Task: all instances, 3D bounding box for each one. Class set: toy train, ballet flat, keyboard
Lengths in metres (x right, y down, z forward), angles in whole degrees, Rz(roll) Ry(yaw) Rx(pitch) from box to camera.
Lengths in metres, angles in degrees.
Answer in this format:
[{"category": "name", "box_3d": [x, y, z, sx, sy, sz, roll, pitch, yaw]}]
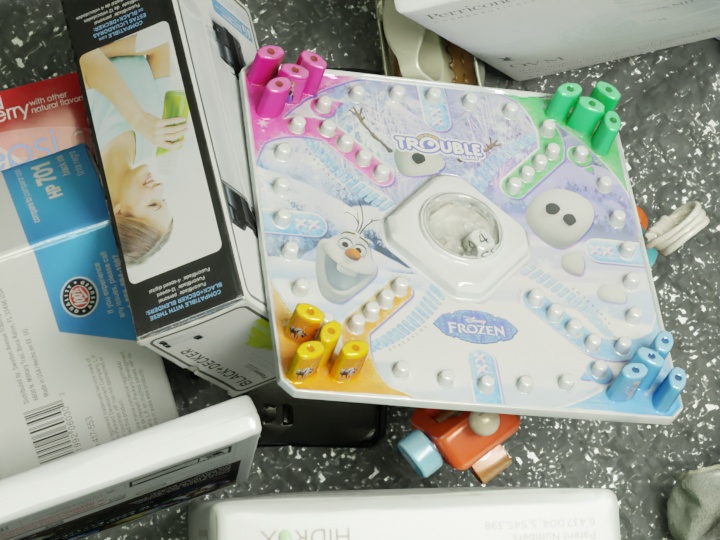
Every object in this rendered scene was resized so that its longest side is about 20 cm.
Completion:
[{"category": "toy train", "box_3d": [0.097, 0.043, 1.392, 0.200, 0.150, 0.056, -38, 106, -13]}, {"category": "ballet flat", "box_3d": [0.037, -0.084, 1.430, 0.067, 0.064, 0.201, -11, 84, 22]}, {"category": "keyboard", "box_3d": [-0.036, -0.007, 1.431, 0.104, 0.040, 0.201, 1, 96, -3]}]

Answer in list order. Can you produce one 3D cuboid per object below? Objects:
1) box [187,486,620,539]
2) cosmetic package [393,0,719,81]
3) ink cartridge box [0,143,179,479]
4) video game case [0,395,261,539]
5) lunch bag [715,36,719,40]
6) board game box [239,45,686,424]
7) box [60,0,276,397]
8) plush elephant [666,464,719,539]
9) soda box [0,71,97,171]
[{"category": "box", "box_3d": [0.018, 0.194, 1.337, 0.199, 0.199, 0.172, -1, 85, -7]}, {"category": "cosmetic package", "box_3d": [0.132, -0.185, 1.348, 0.199, 0.200, 0.123, -12, 79, 19]}, {"category": "ink cartridge box", "box_3d": [-0.204, 0.043, 1.349, 0.200, 0.086, 0.147, -18, 126, -7]}, {"category": "video game case", "box_3d": [-0.148, 0.115, 1.334, 0.200, 0.182, 0.023, -19, 80, -8]}, {"category": "lunch bag", "box_3d": [0.263, -0.201, 1.467, 0.160, 0.076, 0.200, 16, 82, -3]}, {"category": "board game box", "box_3d": [0.049, -0.021, 1.305, 0.199, 0.026, 0.200, 5, 51, -17]}, {"category": "box", "box_3d": [-0.080, -0.050, 1.328, 0.060, 0.117, 0.200, -20, 67, 15]}, {"category": "plush elephant", "box_3d": [0.253, 0.133, 1.405, 0.200, 0.155, 0.165, 6, 38, -37]}, {"category": "soda box", "box_3d": [-0.208, -0.049, 1.398, 0.200, 0.070, 0.064, -15, 84, -8]}]
